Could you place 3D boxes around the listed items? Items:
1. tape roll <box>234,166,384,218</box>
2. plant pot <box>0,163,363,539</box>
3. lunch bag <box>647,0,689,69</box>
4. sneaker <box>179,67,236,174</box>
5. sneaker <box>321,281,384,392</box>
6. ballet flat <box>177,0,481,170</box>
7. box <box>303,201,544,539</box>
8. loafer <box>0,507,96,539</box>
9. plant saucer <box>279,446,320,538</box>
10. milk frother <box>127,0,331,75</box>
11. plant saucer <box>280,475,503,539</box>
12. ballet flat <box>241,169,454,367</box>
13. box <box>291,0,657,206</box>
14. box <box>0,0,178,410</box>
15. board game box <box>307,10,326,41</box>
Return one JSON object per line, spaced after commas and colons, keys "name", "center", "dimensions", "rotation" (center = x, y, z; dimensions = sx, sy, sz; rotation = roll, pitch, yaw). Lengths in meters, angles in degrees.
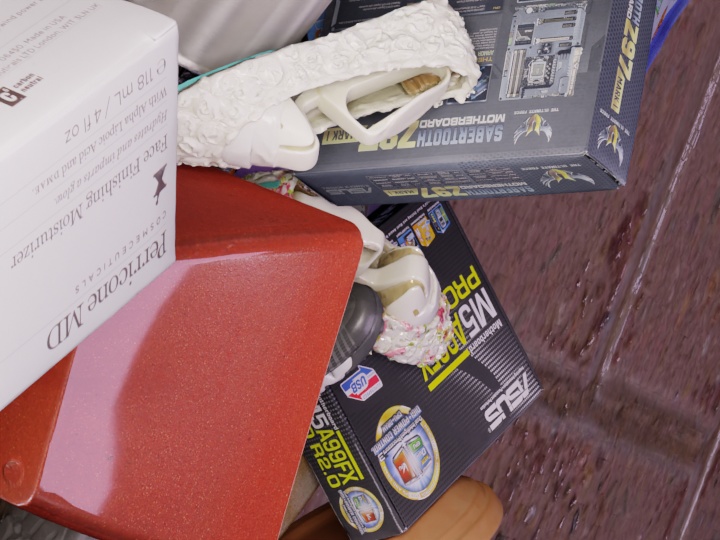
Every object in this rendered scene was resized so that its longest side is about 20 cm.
{"name": "tape roll", "center": [-0.055, -0.022, 1.793], "dimensions": [0.200, 0.065, 0.201], "rotation": [-50, 151, -40]}
{"name": "plant pot", "center": [-0.149, 0.038, 1.484], "dimensions": [0.176, 0.199, 0.201], "rotation": [2, 107, -55]}
{"name": "lunch bag", "center": [0.114, -0.183, 1.906], "dimensions": [0.200, 0.170, 0.124], "rotation": [-57, 152, -27]}
{"name": "sneaker", "center": [-0.095, -0.083, 1.672], "dimensions": [0.090, 0.070, 0.200], "rotation": [-47, -177, 34]}
{"name": "sneaker", "center": [-0.085, 0.041, 1.642], "dimensions": [0.090, 0.199, 0.067], "rotation": [41, 42, -51]}
{"name": "ballet flat", "center": [-0.021, -0.092, 1.517], "dimensions": [0.199, 0.072, 0.072], "rotation": [-23, 137, -21]}
{"name": "box", "center": [0.023, 0.056, 1.783], "dimensions": [0.200, 0.044, 0.161], "rotation": [-39, 104, -50]}
{"name": "loafer", "center": [-0.154, 0.144, 1.634], "dimensions": [0.070, 0.070, 0.200], "rotation": [21, 116, -44]}
{"name": "plant saucer", "center": [-0.070, 0.152, 1.810], "dimensions": [0.200, 0.035, 0.200], "rotation": [-50, -175, 6]}
{"name": "milk frother", "center": [-0.064, -0.242, 1.507], "dimensions": [0.188, 0.180, 0.201], "rotation": [-47, -150, 46]}
{"name": "plant saucer", "center": [-0.005, 0.180, 1.793], "dimensions": [0.200, 0.200, 0.038], "rotation": [-40, 108, -50]}
{"name": "ballet flat", "center": [0.000, 0.000, 1.693], "dimensions": [0.200, 0.064, 0.076], "rotation": [30, 50, -37]}
{"name": "box", "center": [0.066, -0.120, 1.596], "dimensions": [0.051, 0.199, 0.158], "rotation": [36, 59, -48]}
{"name": "box", "center": [-0.212, -0.042, 1.237], "dimensions": [0.199, 0.199, 0.131], "rotation": [-44, 146, -47]}
{"name": "board game box", "center": [0.008, -0.155, 1.747], "dimensions": [0.151, 0.036, 0.201], "rotation": [-33, 113, -65]}
